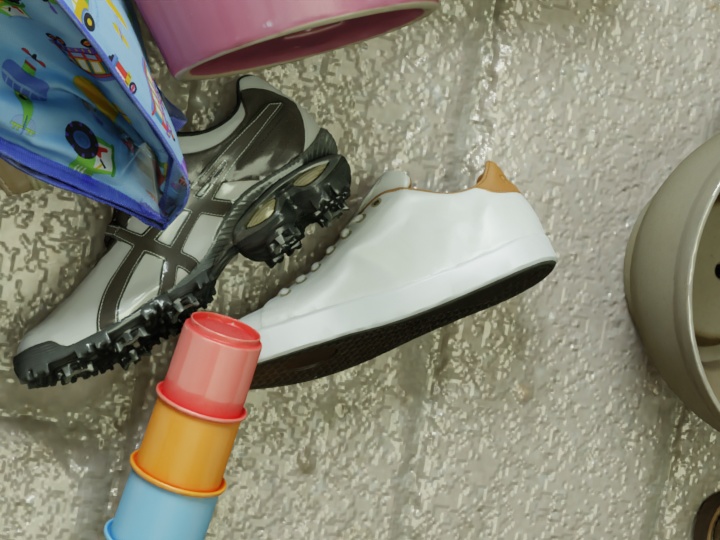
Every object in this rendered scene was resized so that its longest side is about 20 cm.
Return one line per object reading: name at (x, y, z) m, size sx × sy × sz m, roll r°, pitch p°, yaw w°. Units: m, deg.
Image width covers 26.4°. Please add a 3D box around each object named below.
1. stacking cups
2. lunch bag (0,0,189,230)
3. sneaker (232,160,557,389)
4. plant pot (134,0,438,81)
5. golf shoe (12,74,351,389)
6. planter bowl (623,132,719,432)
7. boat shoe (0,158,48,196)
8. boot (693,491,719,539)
stacking cups at (-0.099, 0.118, 0.769) m, size 0.060 × 0.060 × 0.201 m, roll 15°, pitch 99°, yaw -22°
lunch bag at (-0.141, -0.116, 0.674) m, size 0.094 × 0.151 × 0.200 m, roll -36°, pitch 139°, yaw 13°
sneaker at (0.000, 0.000, 0.824) m, size 0.199 × 0.073 × 0.085 m, roll -21°, pitch 74°, yaw -14°
plant pot at (-0.047, -0.189, 0.695) m, size 0.199 × 0.200 × 0.180 m, roll -15°, pitch 92°, yaw -20°
golf shoe at (-0.102, -0.019, 0.777) m, size 0.200 × 0.078 × 0.095 m, roll -36°, pitch 85°, yaw -14°
planter bowl at (0.232, 0.004, 0.870) m, size 0.199 × 0.135 × 0.201 m, roll -2°, pitch 96°, yaw -22°
boat shoe at (-0.224, -0.107, 0.713) m, size 0.065 × 0.072 × 0.200 m, roll -41°, pitch 102°, yaw -8°
boot at (0.305, 0.193, 0.951) m, size 0.199 × 0.075 × 0.074 m, roll 20°, pitch 85°, yaw -23°
